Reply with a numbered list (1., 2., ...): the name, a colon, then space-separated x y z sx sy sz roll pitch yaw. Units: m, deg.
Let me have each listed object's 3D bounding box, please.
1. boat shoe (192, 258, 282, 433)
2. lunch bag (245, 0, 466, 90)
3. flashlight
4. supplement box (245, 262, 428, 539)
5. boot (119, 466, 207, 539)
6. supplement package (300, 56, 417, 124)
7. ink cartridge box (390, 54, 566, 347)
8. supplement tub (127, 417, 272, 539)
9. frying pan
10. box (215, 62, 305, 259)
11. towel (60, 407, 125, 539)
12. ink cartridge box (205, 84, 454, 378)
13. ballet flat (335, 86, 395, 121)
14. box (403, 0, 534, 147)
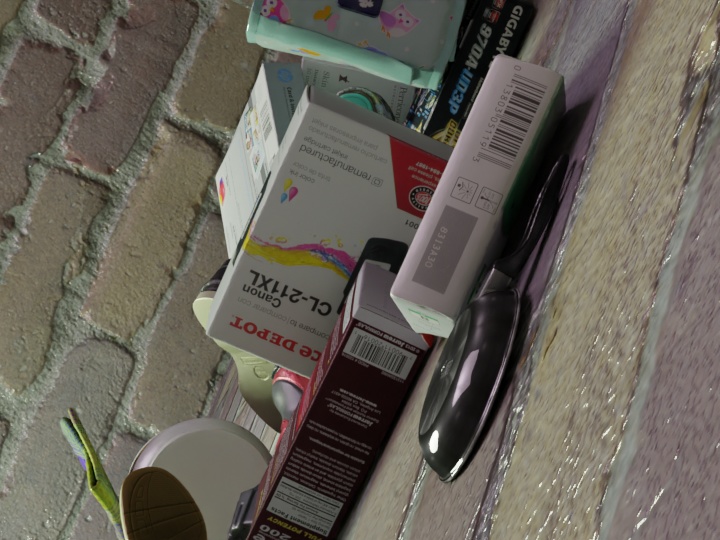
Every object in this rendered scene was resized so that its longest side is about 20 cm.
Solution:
1. boat shoe: -0.086 0.077 1.726 0.073 0.202 0.063 0 42 35
2. lunch bag: 0.002 -0.226 1.517 0.200 0.170 0.122 -76 4 -57
3. flashlight: -0.066 0.154 1.611 0.068 0.068 0.201 122 171 -51
4. supplement box: -0.014 0.106 1.346 0.109 0.061 0.201 -81 16 -72
5. boot: -0.170 0.288 1.633 0.201 0.072 0.155 63 153 23
6. supplement package: -0.007 -0.133 1.795 0.156 0.110 0.201 -77 -3 -60
7. ink cartridge box: 0.081 -0.030 1.170 0.162 0.050 0.200 -66 -14 -7
8. supplement tub: -0.151 0.215 1.775 0.200 0.144 0.145 147 146 -80
9. frying pan: 0.073 0.026 1.022 0.115 0.031 0.191 -98 29 -79
10. box: -0.085 -0.072 1.722 0.200 0.041 0.157 121 142 -55
11. towel: -0.234 0.242 1.787 0.144 0.023 0.201 51 164 54
12. ink cartridge box: -0.015 -0.019 1.429 0.083 0.145 0.201 -95 29 -75
13. ballet flat: 0.009 -0.062 1.635 0.072 0.072 0.201 -114 22 -83
14. box: 0.086 -0.165 1.589 0.200 0.046 0.160 -106 39 -81
